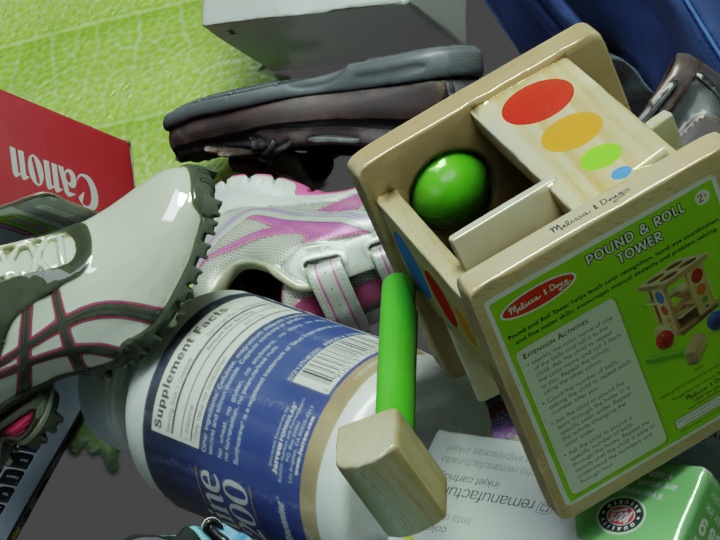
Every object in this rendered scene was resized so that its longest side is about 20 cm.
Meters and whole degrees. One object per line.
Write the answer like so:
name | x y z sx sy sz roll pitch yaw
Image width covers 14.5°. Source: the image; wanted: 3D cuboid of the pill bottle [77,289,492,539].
pill bottle | -0.043 0.073 1.362 0.199 0.111 0.111 18 59 42

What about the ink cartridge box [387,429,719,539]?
ink cartridge box | 0.069 0.180 1.212 0.145 0.088 0.201 7 59 37

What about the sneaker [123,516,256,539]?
sneaker | -0.047 0.150 1.189 0.199 0.090 0.079 -2 53 55

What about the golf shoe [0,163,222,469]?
golf shoe | -0.150 0.015 1.355 0.200 0.088 0.077 -43 33 18

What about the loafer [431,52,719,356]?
loafer | 0.105 -0.023 1.361 0.200 0.063 0.072 -41 8 6

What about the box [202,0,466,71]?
box | -0.013 -0.225 1.583 0.124 0.097 0.202 -4 77 22

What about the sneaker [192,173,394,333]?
sneaker | 0.000 0.000 1.436 0.199 0.082 0.089 -8 42 28

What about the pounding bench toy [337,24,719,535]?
pounding bench toy | 0.057 0.012 1.211 0.199 0.125 0.156 -30 33 -8

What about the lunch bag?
lunch bag | 0.131 -0.173 1.440 0.135 0.200 0.133 -9 38 47

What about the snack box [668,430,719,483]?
snack box | 0.228 0.024 1.291 0.168 0.068 0.200 17 52 34

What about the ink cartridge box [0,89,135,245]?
ink cartridge box | -0.195 -0.038 1.464 0.174 0.200 0.084 -14 77 20

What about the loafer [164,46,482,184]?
loafer | -0.021 -0.072 1.500 0.199 0.072 0.063 -10 89 35

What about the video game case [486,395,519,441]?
video game case | 0.135 0.071 1.348 0.143 0.018 0.200 -31 43 -3

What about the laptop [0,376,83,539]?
laptop | -0.266 0.080 1.465 0.186 0.116 0.201 7 53 30
